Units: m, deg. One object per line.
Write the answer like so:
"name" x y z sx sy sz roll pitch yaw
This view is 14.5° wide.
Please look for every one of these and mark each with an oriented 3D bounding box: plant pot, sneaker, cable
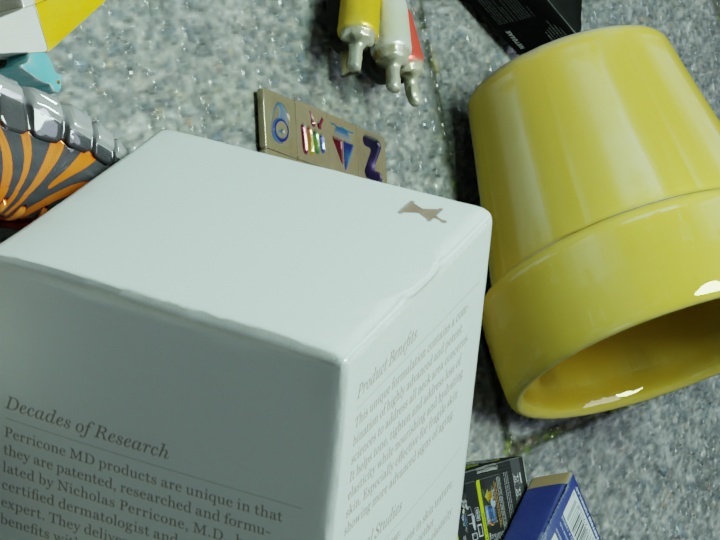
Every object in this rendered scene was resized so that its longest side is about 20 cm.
"plant pot" 0.154 -0.035 1.688 0.201 0.200 0.190 14 55 -59
"sneaker" -0.175 -0.028 1.206 0.200 0.077 0.113 29 63 -47
"cable" 0.010 -0.187 1.603 0.097 0.050 0.201 28 57 -58

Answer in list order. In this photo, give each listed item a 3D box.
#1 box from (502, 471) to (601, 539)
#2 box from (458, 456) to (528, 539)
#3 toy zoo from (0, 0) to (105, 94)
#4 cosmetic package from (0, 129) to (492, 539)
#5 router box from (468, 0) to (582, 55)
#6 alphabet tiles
"box" 0.099 0.218 1.563 0.122 0.032 0.200 66 29 -23
"box" 0.055 0.211 1.566 0.160 0.044 0.201 -8 88 -61
"toy zoo" -0.173 -0.176 1.297 0.131 0.020 0.201 -34 112 -60
"cosmetic package" -0.054 0.072 1.217 0.167 0.166 0.201 -42 142 -58
"router box" 0.076 -0.247 1.741 0.200 0.051 0.150 43 44 -48
"alphabet tiles" 0.000 0.000 1.572 0.200 0.008 0.168 18 65 -59
